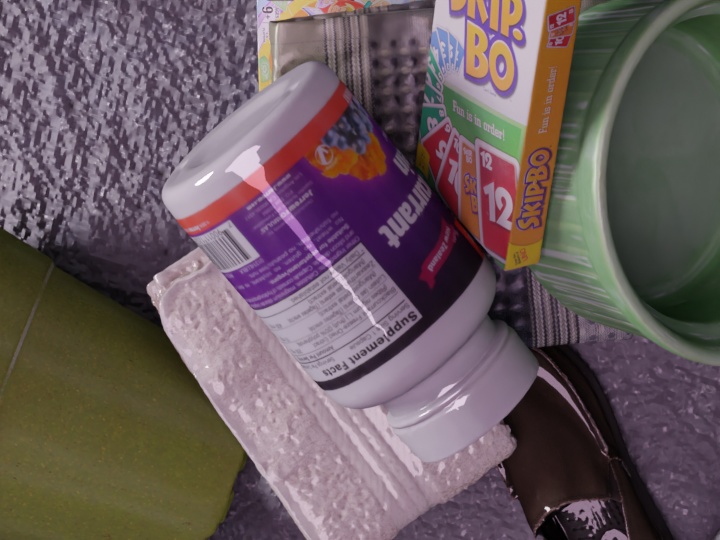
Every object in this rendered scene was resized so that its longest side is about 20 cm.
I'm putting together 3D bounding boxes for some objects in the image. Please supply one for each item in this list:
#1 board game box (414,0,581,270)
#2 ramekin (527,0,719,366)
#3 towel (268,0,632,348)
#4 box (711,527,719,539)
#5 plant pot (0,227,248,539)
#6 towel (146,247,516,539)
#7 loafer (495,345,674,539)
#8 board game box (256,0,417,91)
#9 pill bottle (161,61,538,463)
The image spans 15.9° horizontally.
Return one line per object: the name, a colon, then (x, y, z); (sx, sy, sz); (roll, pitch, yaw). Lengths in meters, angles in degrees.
board game box: (0.069, -0.106, 1.287); (0.096, 0.030, 0.200); (50, 143, 42)
ramekin: (0.171, -0.055, 1.353); (0.098, 0.200, 0.201); (10, 112, 55)
towel: (0.051, -0.052, 1.402); (0.192, 0.035, 0.201); (-5, 103, -4)
box: (0.200, 0.256, 1.446); (0.106, 0.152, 0.200); (32, 110, 3)
plant pot: (-0.163, 0.090, 1.488); (0.189, 0.200, 0.201); (21, 108, -6)
towel: (-0.017, 0.055, 1.435); (0.132, 0.034, 0.200); (-35, 88, -8)
loafer: (0.119, 0.115, 1.471); (0.073, 0.071, 0.200); (-34, 95, 19)
board game box: (0.011, -0.075, 1.468); (0.134, 0.034, 0.201); (2, 104, 13)
pill bottle: (0.000, 0.000, 1.334); (0.111, 0.111, 0.200); (-36, 103, 19)
